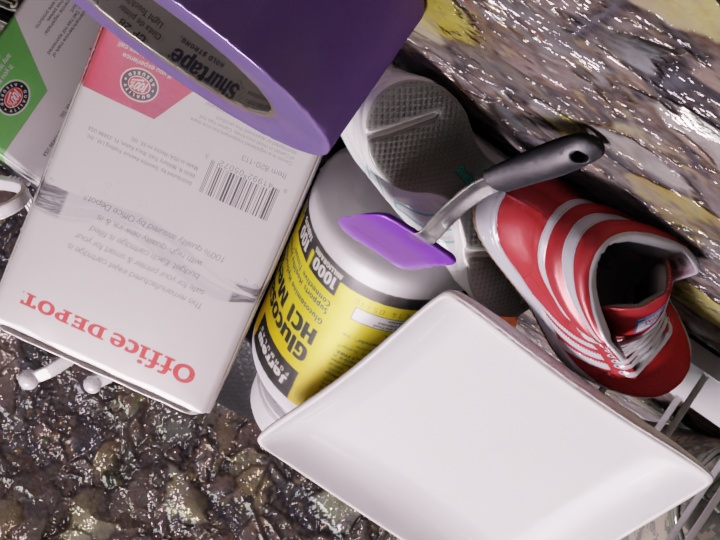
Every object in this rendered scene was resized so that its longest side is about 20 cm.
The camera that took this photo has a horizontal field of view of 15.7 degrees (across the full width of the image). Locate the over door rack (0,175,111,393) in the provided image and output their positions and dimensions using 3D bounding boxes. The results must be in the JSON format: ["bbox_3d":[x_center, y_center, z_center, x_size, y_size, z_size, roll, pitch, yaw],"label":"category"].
[{"bbox_3d":[-0.237,-0.004,1.684,0.200,0.066,0.148,27,149,57],"label":"over door rack"}]

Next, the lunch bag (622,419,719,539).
[{"bbox_3d":[0.242,0.183,1.789,0.168,0.139,0.200,53,169,-11],"label":"lunch bag"}]

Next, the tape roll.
[{"bbox_3d":[-0.073,-0.147,1.244,0.199,0.085,0.200,35,173,5],"label":"tape roll"}]

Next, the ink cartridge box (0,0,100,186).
[{"bbox_3d":[-0.136,-0.094,1.625,0.199,0.146,0.084,36,175,-3],"label":"ink cartridge box"}]

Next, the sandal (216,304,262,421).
[{"bbox_3d":[-0.084,0.048,1.720,0.075,0.048,0.201,29,166,6],"label":"sandal"}]

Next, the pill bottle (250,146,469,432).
[{"bbox_3d":[-0.001,0.025,1.561,0.112,0.113,0.201,34,137,9],"label":"pill bottle"}]

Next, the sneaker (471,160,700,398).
[{"bbox_3d":[0.147,0.025,1.403,0.112,0.071,0.200,32,171,48],"label":"sneaker"}]

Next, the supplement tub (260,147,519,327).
[{"bbox_3d":[0.000,0.000,1.713,0.199,0.123,0.123,32,173,25],"label":"supplement tub"}]

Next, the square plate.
[{"bbox_3d":[0.071,0.102,1.511,0.198,0.029,0.200,34,136,-17],"label":"square plate"}]

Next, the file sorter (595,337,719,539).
[{"bbox_3d":[0.217,0.137,1.605,0.199,0.125,0.139,34,173,5],"label":"file sorter"}]

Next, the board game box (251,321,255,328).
[{"bbox_3d":[-0.015,0.027,1.818,0.135,0.035,0.200,-4,-145,-30],"label":"board game box"}]

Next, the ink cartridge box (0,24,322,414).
[{"bbox_3d":[-0.113,-0.039,1.526,0.146,0.201,0.083,24,-162,-1],"label":"ink cartridge box"}]

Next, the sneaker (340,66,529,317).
[{"bbox_3d":[0.047,-0.051,1.426,0.080,0.070,0.200,38,171,49],"label":"sneaker"}]

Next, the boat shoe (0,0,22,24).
[{"bbox_3d":[-0.192,-0.163,1.785,0.199,0.057,0.069,31,173,9],"label":"boat shoe"}]

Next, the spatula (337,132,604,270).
[{"bbox_3d":[0.057,-0.036,1.328,0.056,0.021,0.200,32,146,-23],"label":"spatula"}]
